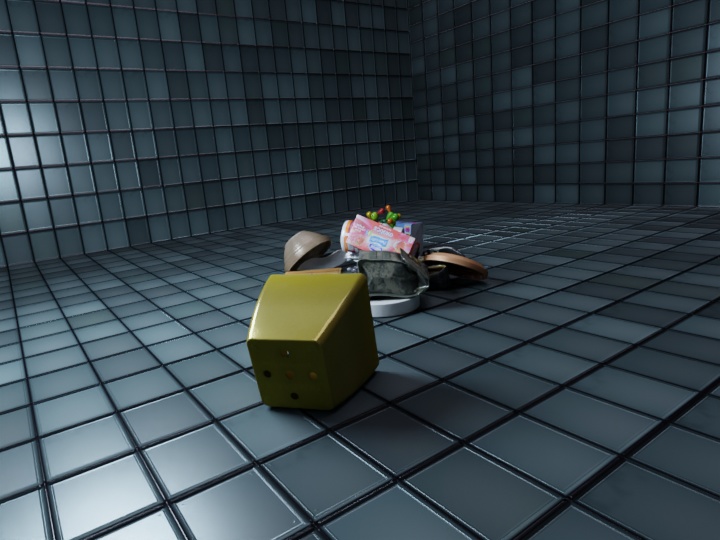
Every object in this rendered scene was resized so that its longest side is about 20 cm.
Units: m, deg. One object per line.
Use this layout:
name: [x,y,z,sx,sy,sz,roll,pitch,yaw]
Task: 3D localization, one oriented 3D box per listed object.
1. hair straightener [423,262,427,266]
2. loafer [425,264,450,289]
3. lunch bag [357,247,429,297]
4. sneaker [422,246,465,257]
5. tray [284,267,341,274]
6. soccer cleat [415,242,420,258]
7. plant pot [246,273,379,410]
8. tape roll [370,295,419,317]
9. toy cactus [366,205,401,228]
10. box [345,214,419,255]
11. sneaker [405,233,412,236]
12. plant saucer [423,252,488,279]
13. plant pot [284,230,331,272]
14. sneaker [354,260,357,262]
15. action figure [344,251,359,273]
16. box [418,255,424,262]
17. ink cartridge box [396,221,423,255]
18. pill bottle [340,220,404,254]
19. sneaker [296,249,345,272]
hair straightener: [0.223,-0.015,1.673,0.041,0.078,0.199,5,16,32]
loafer: [0.170,0.014,1.533,0.197,0.073,0.073,-5,40,7]
lunch bag: [0.091,0.004,1.390,0.197,0.119,0.164,2,13,2]
sneaker: [0.318,-0.056,1.826,0.088,0.075,0.199,-15,16,-31]
tray: [-0.165,0.023,1.754,0.197,0.038,0.099,-4,13,1]
soccer cleat: [0.150,-0.027,1.656,0.067,0.082,0.200,22,36,7]
plant pot: [-0.093,0.134,0.906,0.198,0.202,0.177,-1,24,18]
tape roll: [0.064,0.081,1.400,0.200,0.038,0.203,-6,13,1]
toy cactus: [0.059,-0.161,1.800,0.164,0.103,0.200,-33,-11,16]
box: [0.070,-0.084,1.563,0.198,0.096,0.103,24,1,15]
sneaker: [0.116,-0.074,1.862,0.198,0.079,0.085,-7,-23,28]
plant saucer: [0.289,-0.015,1.545,0.198,0.033,0.200,16,-7,2]
plant pot: [-0.209,-0.079,1.854,0.200,0.093,0.201,-37,-10,-8]
sneaker: [0.047,-0.084,1.794,0.198,0.085,0.078,-11,48,23]
action figure: [0.000,0.000,1.614,0.101,0.120,0.200,1,1,20]
box: [0.141,-0.015,1.795,0.199,0.038,0.136,-15,15,-37]
ink cartridge box: [0.158,-0.128,2.062,0.076,0.138,0.199,-8,12,-38]
pill bottle: [0.042,-0.104,1.690,0.198,0.111,0.110,7,15,14]
sneaker: [-0.151,-0.017,1.881,0.198,0.071,0.099,-23,1,-24]
